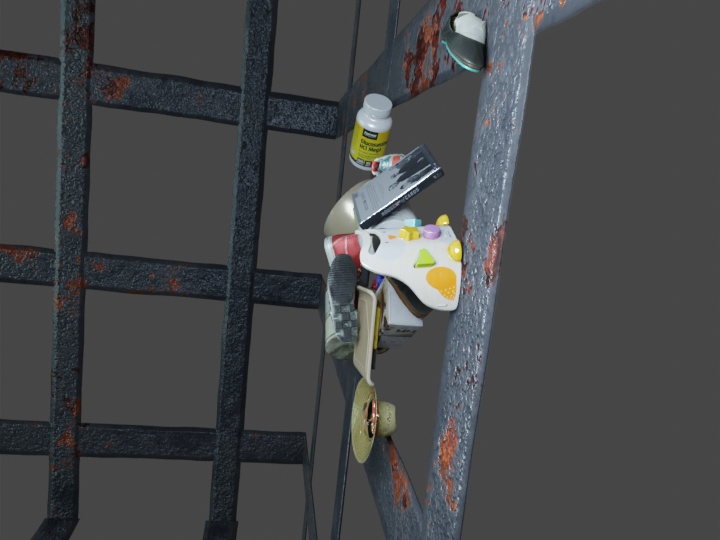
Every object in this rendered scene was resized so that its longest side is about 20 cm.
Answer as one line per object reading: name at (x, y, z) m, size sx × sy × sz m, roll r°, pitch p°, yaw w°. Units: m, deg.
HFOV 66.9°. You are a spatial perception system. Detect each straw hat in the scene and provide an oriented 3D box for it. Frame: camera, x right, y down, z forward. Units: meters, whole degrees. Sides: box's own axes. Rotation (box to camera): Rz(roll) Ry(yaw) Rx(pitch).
straw hat at (0.044, 0.347, 1.270) m, size 0.200 × 0.082 × 0.209 m, roll -173°, pitch 90°, yaw -75°

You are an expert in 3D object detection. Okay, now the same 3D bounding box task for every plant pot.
plant pot at (0.017, -0.119, 1.450) m, size 0.135 × 0.198 × 0.203 m, roll 45°, pitch 148°, yaw 18°

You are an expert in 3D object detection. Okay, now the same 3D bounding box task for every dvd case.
dvd case at (0.072, -0.177, 1.140) m, size 0.197 × 0.025 × 0.152 m, roll -34°, pitch 29°, yaw 12°

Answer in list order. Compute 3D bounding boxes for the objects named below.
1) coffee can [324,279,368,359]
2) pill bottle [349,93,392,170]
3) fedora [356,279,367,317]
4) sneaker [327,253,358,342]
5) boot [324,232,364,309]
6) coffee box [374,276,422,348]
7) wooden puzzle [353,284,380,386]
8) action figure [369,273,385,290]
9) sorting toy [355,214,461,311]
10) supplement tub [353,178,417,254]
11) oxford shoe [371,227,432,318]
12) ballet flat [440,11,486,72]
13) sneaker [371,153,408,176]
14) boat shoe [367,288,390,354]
coffee can at (-0.040, 0.147, 1.682) m, size 0.148 × 0.141 × 0.205 m, roll 107°, pitch 164°, yaw -50°
pill bottle at (0.034, -0.412, 1.626) m, size 0.204 × 0.108 × 0.115 m, roll 104°, pitch 166°, yaw -46°
fedora at (-0.017, 0.127, 1.530) m, size 0.200 × 0.088 × 0.208 m, roll -14°, pitch -89°, yaw -79°
sneaker at (-0.047, 0.067, 1.286) m, size 0.088 × 0.071 × 0.208 m, roll 144°, pitch 127°, yaw -76°
boot at (0.000, 0.000, 1.381) m, size 0.073 × 0.139 × 0.207 m, roll -67°, pitch -36°, yaw -69°
coffee box at (0.075, 0.094, 1.220) m, size 0.201 × 0.077 × 0.117 m, roll 116°, pitch 156°, yaw -66°
wooden puzzle at (0.015, 0.141, 1.238) m, size 0.185 × 0.036 × 0.208 m, roll -168°, pitch 78°, yaw -80°
action figure at (0.055, 0.024, 1.480) m, size 0.201 × 0.050 × 0.068 m, roll 113°, pitch 159°, yaw -68°
sorting toy at (0.078, -0.035, 0.980) m, size 0.202 × 0.173 × 0.110 m, roll -102°, pitch 20°, yaw -58°
supplement tub at (0.059, -0.104, 1.231) m, size 0.202 × 0.139 × 0.149 m, roll -100°, pitch 18°, yaw -57°
oxford shoe at (0.077, 0.009, 1.101) m, size 0.204 × 0.070 × 0.072 m, roll 62°, pitch 164°, yaw 16°
ballet flat at (0.175, -0.401, 0.928) m, size 0.203 × 0.066 × 0.070 m, roll -100°, pitch 26°, yaw -54°
sneaker at (0.069, -0.269, 1.402) m, size 0.200 × 0.090 × 0.073 m, roll -132°, pitch 48°, yaw -77°
boat shoe at (0.034, 0.124, 1.399) m, size 0.076 × 0.073 × 0.205 m, roll 54°, pitch -166°, yaw -31°
